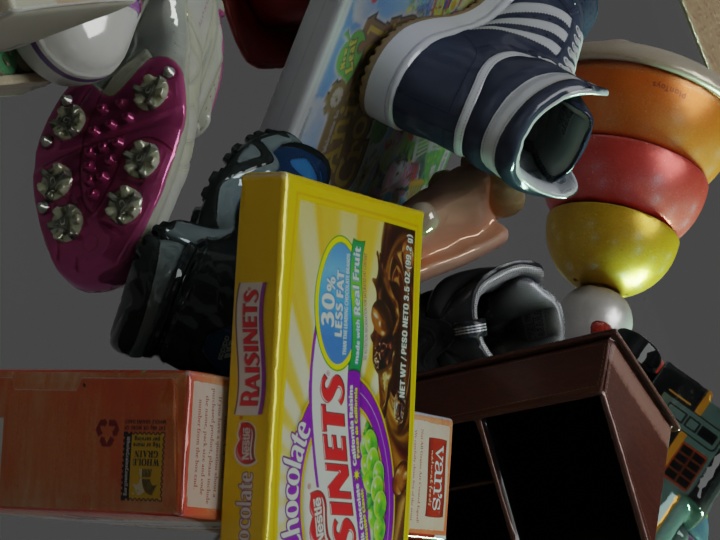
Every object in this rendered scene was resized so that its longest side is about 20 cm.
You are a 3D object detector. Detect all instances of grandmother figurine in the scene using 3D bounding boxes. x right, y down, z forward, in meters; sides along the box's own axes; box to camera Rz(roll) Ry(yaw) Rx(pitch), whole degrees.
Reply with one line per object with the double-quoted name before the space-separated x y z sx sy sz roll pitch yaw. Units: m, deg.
"grandmother figurine" 0.000 0.000 1.071 0.200 0.121 0.061 -34 79 -38

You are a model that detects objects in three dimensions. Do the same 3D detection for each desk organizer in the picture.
"desk organizer" 0.041 0.097 1.003 0.072 0.199 0.077 53 37 -34

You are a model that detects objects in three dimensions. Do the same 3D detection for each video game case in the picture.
"video game case" 0.016 -0.103 1.116 0.182 0.022 0.201 -3 119 -61

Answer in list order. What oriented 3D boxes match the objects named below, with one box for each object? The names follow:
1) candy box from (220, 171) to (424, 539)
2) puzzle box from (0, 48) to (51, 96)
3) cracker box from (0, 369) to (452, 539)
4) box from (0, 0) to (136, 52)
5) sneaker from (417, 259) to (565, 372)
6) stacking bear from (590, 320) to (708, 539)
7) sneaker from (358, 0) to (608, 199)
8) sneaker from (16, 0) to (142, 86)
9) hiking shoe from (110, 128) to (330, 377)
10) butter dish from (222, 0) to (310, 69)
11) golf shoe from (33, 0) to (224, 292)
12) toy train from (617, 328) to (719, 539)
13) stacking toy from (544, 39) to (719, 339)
"candy box" -0.014 0.070 0.817 0.102 0.026 0.202 12 79 -55
"puzzle box" -0.198 -0.168 0.890 0.133 0.025 0.201 -16 91 -61
"cracker box" -0.067 0.078 0.882 0.200 0.133 0.058 14 76 -57
"box" -0.168 -0.188 0.846 0.095 0.077 0.201 -22 95 -61
"sneaker" 0.068 0.040 1.166 0.200 0.113 0.076 -3 79 -61
"stacking bear" 0.149 0.128 1.282 0.121 0.113 0.201 46 35 -41
"sneaker" 0.096 -0.099 1.118 0.200 0.108 0.071 -29 140 -49
"sneaker" -0.099 -0.179 0.892 0.072 0.114 0.202 3 90 -37
"hiking shoe" -0.042 0.002 0.961 0.086 0.075 0.200 25 29 5
"butter dish" 0.001 -0.225 1.144 0.200 0.147 0.201 -23 97 -61
"golf shoe" -0.094 -0.073 0.981 0.092 0.075 0.201 50 41 -54
"toy train" 0.121 0.127 1.161 0.200 0.114 0.085 -52 171 -21
"stacking toy" 0.162 -0.035 1.390 0.146 0.145 0.201 38 62 -47
